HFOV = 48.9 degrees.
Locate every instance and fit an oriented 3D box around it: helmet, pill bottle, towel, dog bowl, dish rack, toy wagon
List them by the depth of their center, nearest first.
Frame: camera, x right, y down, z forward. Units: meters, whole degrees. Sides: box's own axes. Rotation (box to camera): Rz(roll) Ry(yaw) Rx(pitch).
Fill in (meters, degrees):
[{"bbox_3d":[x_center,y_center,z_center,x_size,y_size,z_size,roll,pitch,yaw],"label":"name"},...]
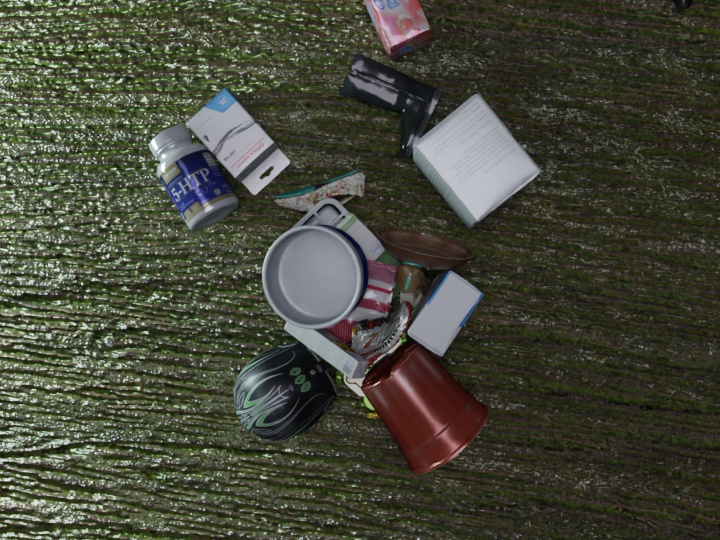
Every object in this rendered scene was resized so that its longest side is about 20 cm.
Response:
[{"bbox_3d":[-0.086,0.010,1.547,0.199,0.079,0.201,1,96,13],"label":"dog bowl"},{"bbox_3d":[-0.162,0.251,1.607,0.190,0.200,0.200,-33,86,-15],"label":"helmet"},{"bbox_3d":[-0.012,0.073,1.607,0.143,0.023,0.201,11,101,-5],"label":"towel"},{"bbox_3d":[-0.082,-0.036,1.657,0.200,0.044,0.172,-43,106,1],"label":"dish rack"},{"bbox_3d":[-0.354,-0.196,1.659,0.119,0.120,0.200,-32,86,2],"label":"pill bottle"},{"bbox_3d":[0.024,0.208,1.662,0.155,0.040,0.201,-4,89,4],"label":"toy wagon"}]

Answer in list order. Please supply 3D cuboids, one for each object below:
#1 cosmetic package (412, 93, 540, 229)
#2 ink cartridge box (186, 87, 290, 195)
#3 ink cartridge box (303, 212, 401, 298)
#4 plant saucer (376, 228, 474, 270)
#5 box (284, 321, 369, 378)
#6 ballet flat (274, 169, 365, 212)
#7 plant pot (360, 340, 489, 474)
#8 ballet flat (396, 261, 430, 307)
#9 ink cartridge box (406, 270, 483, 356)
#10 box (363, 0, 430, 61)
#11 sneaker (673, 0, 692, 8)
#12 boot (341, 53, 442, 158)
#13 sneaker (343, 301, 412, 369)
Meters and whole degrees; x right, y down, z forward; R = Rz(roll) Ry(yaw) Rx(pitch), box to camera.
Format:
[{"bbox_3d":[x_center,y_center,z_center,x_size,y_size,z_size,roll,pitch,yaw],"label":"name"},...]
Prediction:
[{"bbox_3d":[0.229,-0.214,1.601,0.165,0.165,0.200,-39,87,1],"label":"cosmetic package"},{"bbox_3d":[-0.257,-0.272,1.681,0.116,0.067,0.200,-43,86,1],"label":"ink cartridge box"},{"bbox_3d":[0.000,0.000,1.634,0.146,0.048,0.200,-45,104,2],"label":"ink cartridge box"},{"bbox_3d":[0.127,-0.040,1.592,0.200,0.200,0.037,14,106,4],"label":"plant saucer"},{"bbox_3d":[-0.069,0.147,1.566,0.200,0.039,0.042,31,104,34],"label":"box"},{"bbox_3d":[-0.081,-0.156,1.667,0.199,0.076,0.064,-17,103,6],"label":"ballet flat"},{"bbox_3d":[0.114,0.258,1.559,0.201,0.201,0.195,-39,96,1],"label":"plant pot"},{"bbox_3d":[0.101,0.036,1.580,0.068,0.200,0.073,12,82,8],"label":"ballet flat"},{"bbox_3d":[0.161,0.081,1.577,0.086,0.200,0.147,34,91,3],"label":"ink cartridge box"},{"bbox_3d":[0.065,-0.558,1.654,0.094,0.103,0.201,-24,88,2],"label":"box"},{"bbox_3d":[0.704,-0.640,1.634,0.090,0.070,0.201,6,86,7],"label":"sneaker"},{"bbox_3d":[0.050,-0.347,1.665,0.199,0.066,0.165,25,81,1],"label":"boot"},{"bbox_3d":[0.025,0.127,1.559,0.082,0.078,0.200,44,112,-6],"label":"sneaker"}]
